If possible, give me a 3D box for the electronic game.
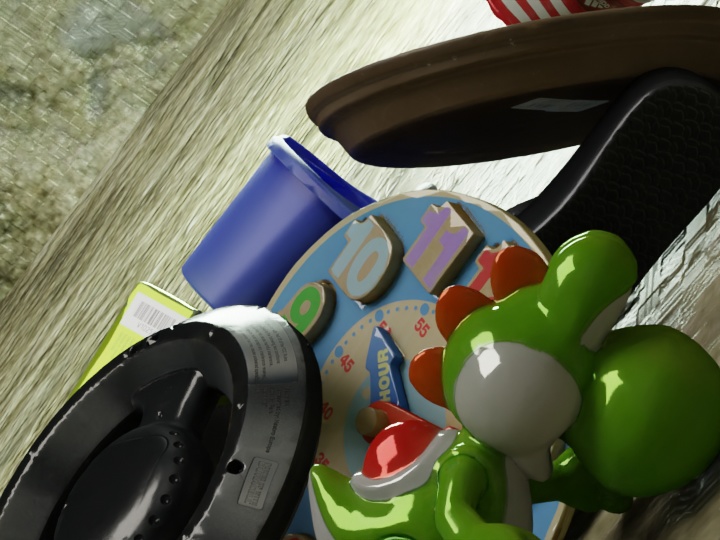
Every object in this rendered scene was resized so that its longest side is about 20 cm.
[{"bbox_3d":[-0.090,0.100,1.195,0.200,0.042,0.200,-36,31,27],"label":"electronic game"}]

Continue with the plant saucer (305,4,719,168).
[{"bbox_3d":[0.076,-0.078,1.304,0.200,0.200,0.030,151,111,-67],"label":"plant saucer"}]

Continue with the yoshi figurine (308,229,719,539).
[{"bbox_3d":[0.061,0.086,1.052,0.200,0.112,0.112,-60,35,12],"label":"yoshi figurine"}]

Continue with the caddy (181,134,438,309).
[{"bbox_3d":[0.000,0.000,1.370,0.105,0.141,0.200,-48,2,3],"label":"caddy"}]

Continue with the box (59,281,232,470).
[{"bbox_3d":[-0.063,0.102,1.364,0.048,0.200,0.122,26,82,41],"label":"box"}]

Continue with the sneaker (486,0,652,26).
[{"bbox_3d":[0.098,-0.176,1.306,0.115,0.078,0.200,-21,29,32],"label":"sneaker"}]

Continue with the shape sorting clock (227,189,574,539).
[{"bbox_3d":[0.014,0.065,1.197,0.200,0.039,0.201,-16,65,38],"label":"shape sorting clock"}]

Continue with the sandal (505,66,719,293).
[{"bbox_3d":[0.083,-0.004,1.258,0.200,0.076,0.043,-43,24,9],"label":"sandal"}]
